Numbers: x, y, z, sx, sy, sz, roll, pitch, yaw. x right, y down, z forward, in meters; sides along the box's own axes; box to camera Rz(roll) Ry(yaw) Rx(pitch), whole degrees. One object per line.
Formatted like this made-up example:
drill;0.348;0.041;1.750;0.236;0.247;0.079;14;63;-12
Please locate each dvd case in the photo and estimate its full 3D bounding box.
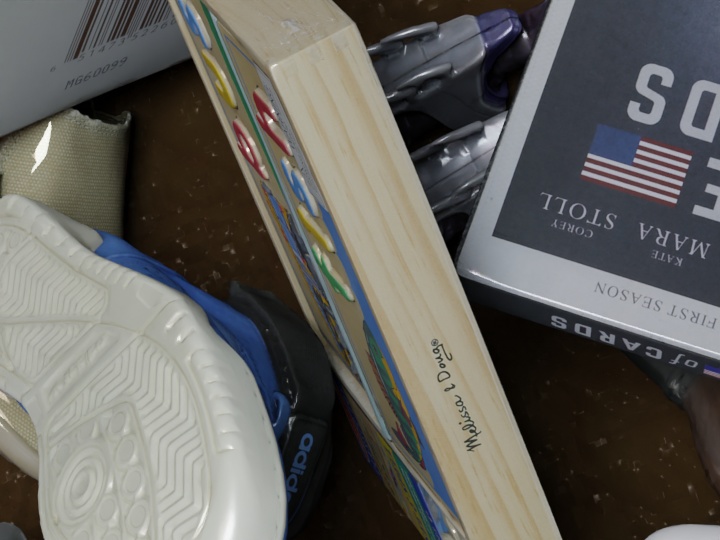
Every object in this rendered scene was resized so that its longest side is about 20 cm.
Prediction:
dvd case;0.127;-0.064;0.701;0.150;0.025;0.200;18;74;10

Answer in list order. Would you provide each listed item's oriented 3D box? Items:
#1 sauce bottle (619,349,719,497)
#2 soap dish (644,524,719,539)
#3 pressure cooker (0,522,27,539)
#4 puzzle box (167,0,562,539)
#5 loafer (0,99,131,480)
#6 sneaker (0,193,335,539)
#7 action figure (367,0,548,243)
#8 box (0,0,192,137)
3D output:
sauce bottle;0.145;0.062;0.725;0.200;0.065;0.065;45;101;17
soap dish;0.100;0.162;0.645;0.157;0.081;0.200;1;47;50
pressure cooker;-0.093;0.174;0.741;0.178;0.200;0.176;28;78;-4
puzzle box;0.000;0.000;0.698;0.025;0.133;0.200;-27;119;-7
loafer;-0.107;-0.026;0.819;0.068;0.076;0.200;-24;77;23
sneaker;-0.040;0.048;0.705;0.077;0.111;0.200;-60;33;4
action figure;0.089;-0.073;0.753;0.200;0.069;0.130;-28;65;10
box;-0.121;-0.156;0.780;0.200;0.152;0.106;56;148;16
